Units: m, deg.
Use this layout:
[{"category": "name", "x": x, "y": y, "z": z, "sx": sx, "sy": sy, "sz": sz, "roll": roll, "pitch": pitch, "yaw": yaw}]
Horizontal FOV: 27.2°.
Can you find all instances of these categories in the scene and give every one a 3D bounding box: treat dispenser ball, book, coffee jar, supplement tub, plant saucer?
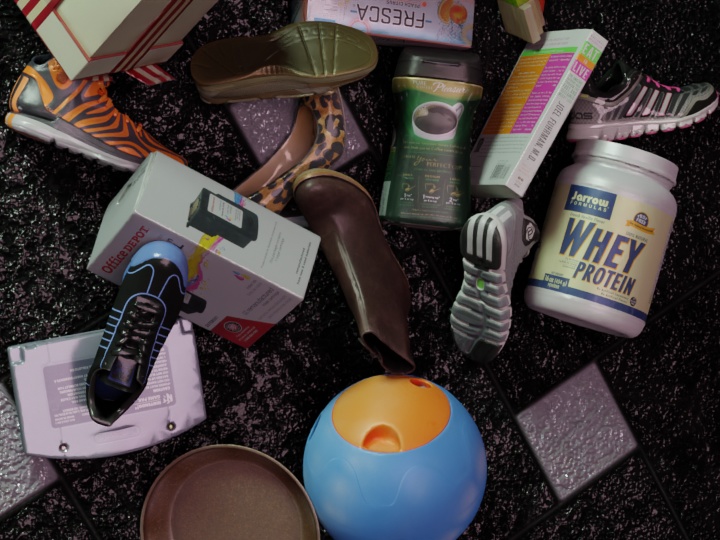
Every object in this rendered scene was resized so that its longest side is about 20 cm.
[{"category": "treat dispenser ball", "x": 0.037, "y": 0.213, "z": 1.610, "sx": 0.199, "sy": 0.201, "sz": 0.203, "roll": -1, "pitch": 93, "yaw": -19}, {"category": "book", "x": 0.192, "y": -0.176, "z": 1.680, "sx": 0.048, "sy": 0.133, "sz": 0.201, "roll": 32, "pitch": 83, "yaw": -18}, {"category": "coffee jar", "x": 0.080, "y": -0.147, "z": 1.666, "sx": 0.103, "sy": 0.085, "sz": 0.202, "roll": 6, "pitch": 91, "yaw": -1}, {"category": "supplement tub", "x": 0.279, "y": -0.037, "z": 1.711, "sx": 0.144, "sy": 0.145, "sz": 0.202, "roll": 17, "pitch": 87, "yaw": -19}, {"category": "plant saucer", "x": -0.138, "y": 0.281, "z": 1.609, "sx": 0.198, "sy": 0.037, "sz": 0.203, "roll": 2, "pitch": 101, "yaw": 9}]

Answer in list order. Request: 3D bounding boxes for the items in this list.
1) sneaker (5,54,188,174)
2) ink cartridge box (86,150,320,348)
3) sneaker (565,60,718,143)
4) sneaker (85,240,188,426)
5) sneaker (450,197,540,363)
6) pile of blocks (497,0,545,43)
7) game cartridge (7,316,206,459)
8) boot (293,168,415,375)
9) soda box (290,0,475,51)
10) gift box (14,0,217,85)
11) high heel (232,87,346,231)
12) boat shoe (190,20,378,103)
[{"category": "sneaker", "x": -0.261, "y": -0.169, "z": 1.556, "sx": 0.198, "sy": 0.077, "sz": 0.113, "roll": 20, "pitch": 87, "yaw": -19}, {"category": "ink cartridge box", "x": -0.165, "y": -0.018, "z": 1.552, "sx": 0.199, "sy": 0.146, "sz": 0.083, "roll": 27, "pitch": 55, "yaw": -18}, {"category": "sneaker", "x": 0.331, "y": -0.207, "z": 1.757, "sx": 0.198, "sy": 0.074, "sz": 0.088, "roll": -12, "pitch": 103, "yaw": -13}, {"category": "sneaker", "x": -0.224, "y": 0.068, "z": 1.496, "sx": 0.069, "sy": 0.078, "sz": 0.201, "roll": 18, "pitch": 120, "yaw": -13}, {"category": "sneaker", "x": 0.164, "y": 0.005, "z": 1.697, "sx": 0.115, "sy": 0.075, "sz": 0.202, "roll": -39, "pitch": 145, "yaw": -42}, {"category": "pile of blocks", "x": 0.169, "y": -0.360, "z": 1.691, "sx": 0.062, "sy": 0.082, "sz": 0.201, "roll": -32, "pitch": 102, "yaw": -14}, {"category": "game cartridge", "x": -0.268, "y": 0.129, "z": 1.591, "sx": 0.198, "sy": 0.041, "sz": 0.135, "roll": -9, "pitch": 92, "yaw": -18}, {"category": "boot", "x": 0.000, "y": 0.000, "z": 1.585, "sx": 0.072, "sy": 0.167, "sz": 0.200, "roll": -26, "pitch": 134, "yaw": 17}, {"category": "soda box", "x": 0.024, "y": -0.285, "z": 1.652, "sx": 0.198, "sy": 0.068, "sz": 0.064, "roll": 5, "pitch": 90, "yaw": -18}, {"category": "gift box", "x": -0.232, "y": -0.297, "z": 1.478, "sx": 0.185, "sy": 0.186, "sz": 0.199, "roll": 57, "pitch": 30, "yaw": 10}, {"category": "high heel", "x": -0.091, "y": -0.134, "z": 1.616, "sx": 0.141, "sy": 0.071, "sz": 0.202, "roll": -2, "pitch": 102, "yaw": -25}, {"category": "boat shoe", "x": -0.079, "y": -0.215, "z": 1.593, "sx": 0.198, "sy": 0.063, "sz": 0.074, "roll": -9, "pitch": 64, "yaw": 1}]
